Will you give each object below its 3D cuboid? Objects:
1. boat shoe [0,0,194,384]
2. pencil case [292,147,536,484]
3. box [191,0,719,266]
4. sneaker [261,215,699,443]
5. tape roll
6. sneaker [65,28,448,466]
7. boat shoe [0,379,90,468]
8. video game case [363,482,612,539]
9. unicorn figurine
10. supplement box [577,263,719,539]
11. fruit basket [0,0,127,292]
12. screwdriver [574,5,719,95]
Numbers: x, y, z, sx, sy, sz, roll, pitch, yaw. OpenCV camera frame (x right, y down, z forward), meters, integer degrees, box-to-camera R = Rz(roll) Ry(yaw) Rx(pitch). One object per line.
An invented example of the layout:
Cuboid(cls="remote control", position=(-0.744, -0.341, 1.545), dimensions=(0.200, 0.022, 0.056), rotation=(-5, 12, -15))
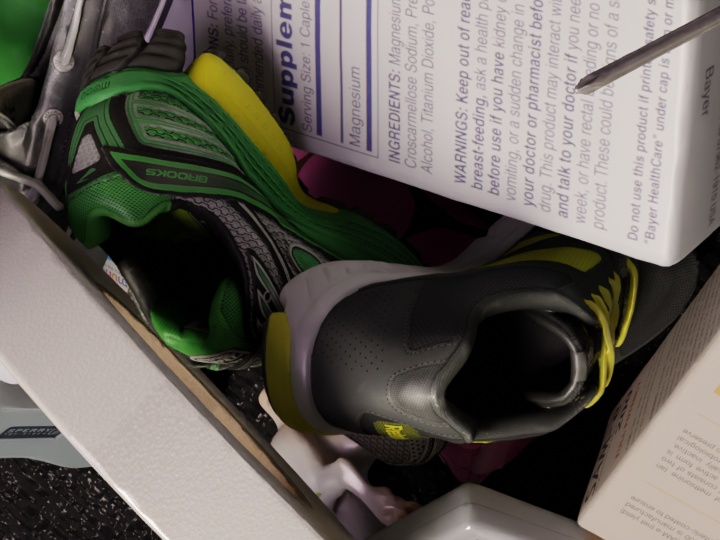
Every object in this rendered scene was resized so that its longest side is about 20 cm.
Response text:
Cuboid(cls="boat shoe", position=(-0.121, -0.048, 0.773), dimensions=(0.068, 0.074, 0.199), rotation=(18, 119, -23))
Cuboid(cls="pencil case", position=(0.000, 0.000, 0.818), dimensions=(0.200, 0.094, 0.091), rotation=(39, 121, 8))
Cuboid(cls="box", position=(0.047, -0.125, 0.682), dimensions=(0.200, 0.105, 0.184), rotation=(20, 125, 29))
Cuboid(cls="sneaker", position=(0.061, 0.025, 0.701), dimensions=(0.085, 0.200, 0.075), rotation=(16, 114, 44))
Cuboid(cls="tape roll", position=(-0.064, 0.055, 0.692), dimensions=(0.037, 0.203, 0.203), rotation=(-43, 87, -3))
Cuboid(cls="sneaker", position=(-0.037, 0.012, 0.713), dimensions=(0.078, 0.085, 0.200), rotation=(-20, 130, 35))
Cuboid(cls="boat shoe", position=(-0.142, 0.032, 0.890), dimensions=(0.071, 0.200, 0.091), rotation=(-32, 69, 27))
Cuboid(cls="video game case", position=(0.058, 0.153, 0.830), dimensions=(0.200, 0.022, 0.182), rotation=(23, 140, -33))
Cuboid(cls="unicorn figurine", position=(-0.004, 0.132, 0.917), dimensions=(0.137, 0.074, 0.200), rotation=(3, 101, 41))
Cuboid(cls="supplement box", position=(0.181, 0.037, 0.715), dimensions=(0.126, 0.074, 0.200), rotation=(29, 129, -2))
Cuboid(cls="fruit basket", position=(-0.160, -0.105, 0.889), dimensions=(0.200, 0.094, 0.185), rotation=(33, 130, 34))
Cuboid(cls="screwdriver", position=(0.136, -0.091, 0.612), dimensions=(0.029, 0.200, 0.028), rotation=(-20, 97, 53))
